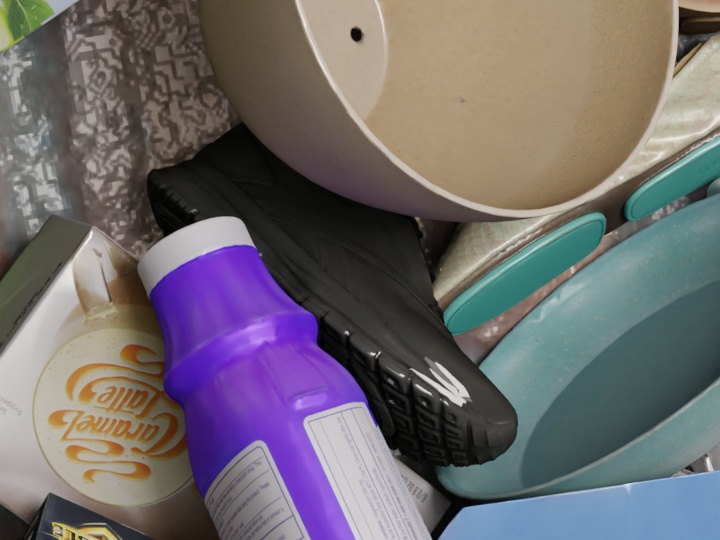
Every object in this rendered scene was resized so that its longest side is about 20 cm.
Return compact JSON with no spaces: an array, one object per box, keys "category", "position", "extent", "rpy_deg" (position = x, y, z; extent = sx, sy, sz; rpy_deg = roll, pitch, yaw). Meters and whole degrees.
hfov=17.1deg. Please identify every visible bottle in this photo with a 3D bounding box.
[{"category":"bottle","position":[-0.026,0.076,0.917],"extent":[0.065,0.084,0.200],"rpy_deg":[-16,70,-29]}]

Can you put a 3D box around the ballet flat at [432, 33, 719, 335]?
[{"category":"ballet flat","position":[0.099,-0.041,1.079],"extent":[0.200,0.067,0.062],"rpy_deg":[-30,69,-13]}]

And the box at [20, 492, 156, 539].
[{"category":"box","position":[-0.100,0.199,0.986],"extent":[0.159,0.046,0.200],"rpy_deg":[27,124,-12]}]

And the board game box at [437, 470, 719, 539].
[{"category":"board game box","position":[0.114,0.157,0.960],"extent":[0.200,0.039,0.158],"rpy_deg":[-8,100,-1]}]

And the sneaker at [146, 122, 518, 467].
[{"category":"sneaker","position":[0.000,0.000,1.011],"extent":[0.091,0.076,0.200],"rpy_deg":[-39,67,-20]}]

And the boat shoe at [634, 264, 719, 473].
[{"category":"boat shoe","position":[0.184,0.090,1.085],"extent":[0.072,0.069,0.200],"rpy_deg":[-18,92,-10]}]

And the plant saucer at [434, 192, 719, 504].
[{"category":"plant saucer","position":[0.121,0.039,1.008],"extent":[0.200,0.200,0.036],"rpy_deg":[-40,106,-8]}]

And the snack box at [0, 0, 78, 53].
[{"category":"snack box","position":[-0.164,-0.199,0.983],"extent":[0.142,0.053,0.200],"rpy_deg":[-31,99,22]}]

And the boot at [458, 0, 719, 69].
[{"category":"boot","position":[0.126,-0.180,1.069],"extent":[0.200,0.074,0.155],"rpy_deg":[-12,90,-14]}]

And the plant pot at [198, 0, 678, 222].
[{"category":"plant pot","position":[0.011,-0.110,0.971],"extent":[0.200,0.134,0.201],"rpy_deg":[8,77,-37]}]

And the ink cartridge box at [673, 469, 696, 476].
[{"category":"ink cartridge box","position":[0.128,0.178,1.047],"extent":[0.128,0.125,0.200],"rpy_deg":[-35,98,-7]}]

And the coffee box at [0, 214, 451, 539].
[{"category":"coffee box","position":[-0.077,0.082,1.009],"extent":[0.200,0.080,0.114],"rpy_deg":[39,81,-19]}]

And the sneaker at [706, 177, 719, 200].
[{"category":"sneaker","position":[0.250,0.018,1.099],"extent":[0.099,0.071,0.200],"rpy_deg":[-34,100,-13]}]
